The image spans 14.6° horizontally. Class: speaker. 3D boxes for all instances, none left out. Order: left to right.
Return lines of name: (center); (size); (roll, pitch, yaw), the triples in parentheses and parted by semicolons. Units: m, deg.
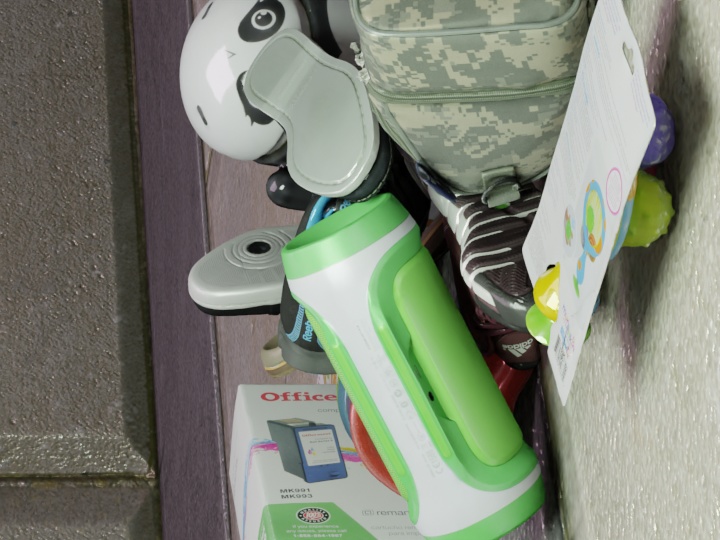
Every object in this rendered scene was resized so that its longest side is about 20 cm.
speaker: (0.031, 0.060, 1.621); (0.201, 0.088, 0.088); (63, 174, -9)

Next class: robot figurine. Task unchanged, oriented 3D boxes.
robot figurine: (-0.021, -0.125, 1.850); (0.125, 0.199, 0.151); (-62, 37, 31)

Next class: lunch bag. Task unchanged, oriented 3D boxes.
lunch bag: (0.065, -0.159, 1.582); (0.168, 0.138, 0.201); (72, -167, -58)

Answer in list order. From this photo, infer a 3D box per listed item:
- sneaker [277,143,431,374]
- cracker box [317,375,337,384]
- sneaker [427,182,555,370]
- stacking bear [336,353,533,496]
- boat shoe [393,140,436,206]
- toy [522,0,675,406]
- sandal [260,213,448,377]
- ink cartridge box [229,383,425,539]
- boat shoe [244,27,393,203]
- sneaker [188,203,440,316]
sneaker: (0.002, -0.033, 1.729); (0.082, 0.073, 0.201); (94, -171, -54)
cracker box: (0.004, 0.101, 2.120); (0.134, 0.057, 0.201); (-103, 18, -53)
sneaker: (0.095, 0.017, 1.614); (0.200, 0.075, 0.116); (-110, 8, -64)
stacking bear: (0.039, 0.071, 1.794); (0.200, 0.113, 0.122); (-116, 28, -78)
boat shoe: (0.039, -0.112, 1.724); (0.065, 0.072, 0.201); (11, 128, 63)
toy: (0.130, -0.039, 1.425); (0.201, 0.047, 0.116); (108, 159, -43)
sandal: (0.000, 0.000, 1.843); (0.054, 0.200, 0.080); (53, -151, -1)
ink cartridge box: (-0.007, 0.163, 1.922); (0.200, 0.144, 0.088); (-107, 20, -61)
boat shoe: (-0.011, -0.088, 1.682); (0.076, 0.060, 0.200); (-50, 29, 13)
sneaker: (-0.026, 0.023, 1.949); (0.073, 0.199, 0.113); (44, 143, 44)
